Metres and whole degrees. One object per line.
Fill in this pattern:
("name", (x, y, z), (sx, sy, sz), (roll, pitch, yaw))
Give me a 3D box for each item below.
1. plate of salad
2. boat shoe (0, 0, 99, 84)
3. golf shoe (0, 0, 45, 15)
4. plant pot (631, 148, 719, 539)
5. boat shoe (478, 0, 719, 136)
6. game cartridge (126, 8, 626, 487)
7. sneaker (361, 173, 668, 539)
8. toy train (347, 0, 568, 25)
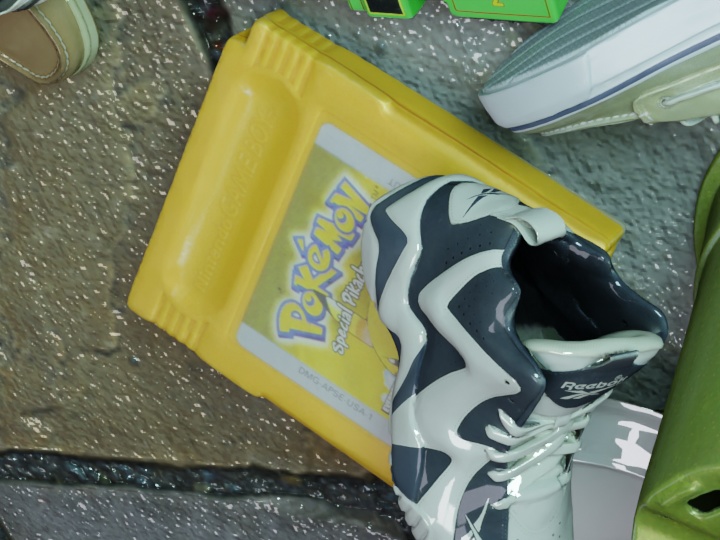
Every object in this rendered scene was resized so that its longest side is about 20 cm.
("plate of salad", (0.123, 0.122, 1.070), (0.199, 0.048, 0.201), (14, 138, 12))
("boat shoe", (-0.212, -0.152, 1.029), (0.200, 0.066, 0.074), (41, 139, -5))
("golf shoe", (-0.135, -0.190, 0.925), (0.072, 0.092, 0.201), (25, 136, 14))
("plant pot", (0.195, 0.061, 0.859), (0.199, 0.190, 0.201), (18, 136, 18))
("boat shoe", (0.133, -0.087, 0.855), (0.199, 0.072, 0.062), (-21, 112, 41))
("game cartridge", (0.000, 0.000, 1.008), (0.199, 0.032, 0.177), (32, 123, 12))
("sneaker", (0.074, 0.059, 0.904), (0.129, 0.079, 0.201), (5, 106, 59))
("toy train", (-0.001, -0.135, 0.926), (0.199, 0.042, 0.057), (8, 142, 28))
